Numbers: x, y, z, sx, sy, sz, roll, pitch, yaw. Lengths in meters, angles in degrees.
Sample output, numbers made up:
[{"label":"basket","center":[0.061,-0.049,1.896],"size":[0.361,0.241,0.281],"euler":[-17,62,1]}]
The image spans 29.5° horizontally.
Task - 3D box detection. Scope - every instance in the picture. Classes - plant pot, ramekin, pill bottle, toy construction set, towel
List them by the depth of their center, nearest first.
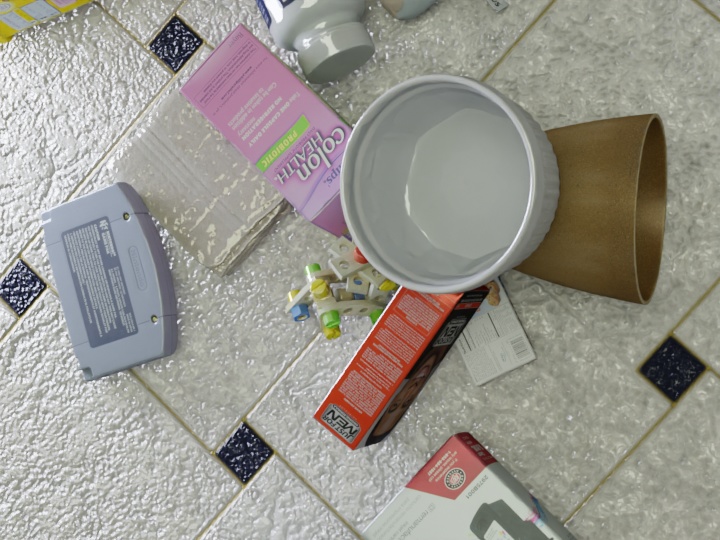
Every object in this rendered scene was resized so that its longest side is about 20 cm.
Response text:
[{"label":"ramekin","center":[0.092,-0.080,1.279],"size":[0.199,0.105,0.201],"euler":[2,94,30]},{"label":"plant pot","center":[0.194,-0.064,1.370],"size":[0.199,0.186,0.187],"euler":[3,85,21]},{"label":"toy construction set","center":[0.000,0.000,1.404],"size":[0.131,0.200,0.092],"euler":[-10,74,-16]},{"label":"pill bottle","center":[-0.061,-0.309,1.484],"size":[0.111,0.111,0.201],"euler":[-27,79,9]},{"label":"towel","center":[-0.178,-0.099,1.530],"size":[0.133,0.034,0.200],"euler":[-46,75,4]}]

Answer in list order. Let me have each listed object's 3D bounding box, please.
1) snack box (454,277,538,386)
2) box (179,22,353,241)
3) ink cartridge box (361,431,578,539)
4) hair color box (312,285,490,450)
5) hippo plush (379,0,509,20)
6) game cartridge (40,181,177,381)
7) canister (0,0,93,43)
[{"label":"snack box","center":[0.113,0.018,1.452],"size":[0.072,0.024,0.201],"euler":[-26,79,10]},{"label":"box","center":[-0.065,-0.138,1.433],"size":[0.200,0.176,0.097],"euler":[44,94,13]},{"label":"ink cartridge box","center":[0.126,0.285,1.390],"size":[0.200,0.083,0.146],"euler":[43,94,14]},{"label":"hair color box","center":[0.043,0.085,1.406],"size":[0.061,0.101,0.200],"euler":[38,103,17]},{"label":"hippo plush","center":[0.064,-0.351,1.433],"size":[0.200,0.161,0.160],"euler":[38,93,14]},{"label":"game cartridge","center":[-0.275,0.011,1.523],"size":[0.133,0.042,0.201],"euler":[-17,85,17]},{"label":"canister","center":[-0.364,-0.337,1.542],"size":[0.199,0.149,0.087],"euler":[-21,80,8]}]
